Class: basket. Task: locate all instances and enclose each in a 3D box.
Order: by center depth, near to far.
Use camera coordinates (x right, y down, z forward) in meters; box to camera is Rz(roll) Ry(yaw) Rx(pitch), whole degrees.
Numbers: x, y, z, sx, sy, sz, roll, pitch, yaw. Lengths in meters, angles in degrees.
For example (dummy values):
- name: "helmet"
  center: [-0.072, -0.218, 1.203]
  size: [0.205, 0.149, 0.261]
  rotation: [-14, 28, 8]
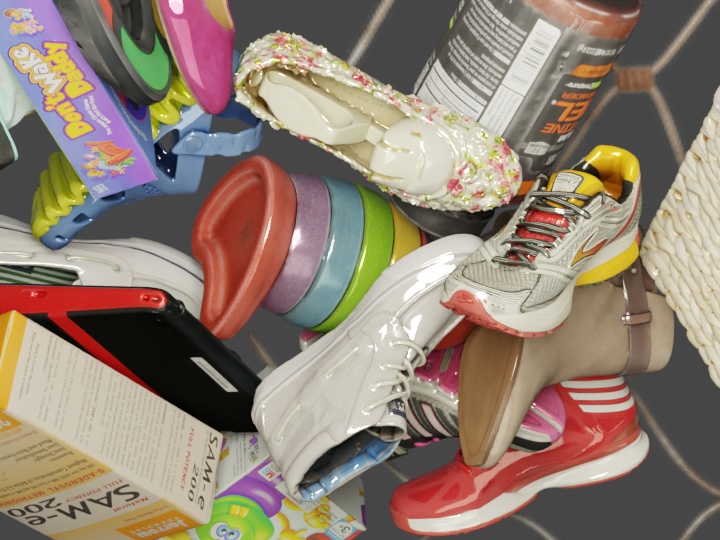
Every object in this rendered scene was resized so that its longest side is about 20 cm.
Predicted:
- name: "basket"
  center: [0.319, -0.005, 1.433]
  size: [0.200, 0.198, 0.161]
  rotation: [7, 128, -27]

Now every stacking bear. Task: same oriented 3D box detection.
- name: "stacking bear"
  center: [0.000, 0.000, 1.494]
  size: [0.200, 0.122, 0.114]
  rotation: [17, 129, -26]

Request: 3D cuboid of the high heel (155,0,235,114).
- name: "high heel"
  center: [-0.078, -0.200, 1.339]
  size: [0.096, 0.067, 0.200]
  rotation: [-9, 90, 11]

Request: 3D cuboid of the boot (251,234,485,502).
- name: "boot"
  center: [0.020, 0.070, 1.426]
  size: [0.200, 0.096, 0.074]
  rotation: [-41, 134, 15]

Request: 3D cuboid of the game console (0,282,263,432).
- name: "game console"
  center: [-0.159, 0.061, 1.485]
  size: [0.177, 0.031, 0.200]
  rotation: [-3, 151, 26]

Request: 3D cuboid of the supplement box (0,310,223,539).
- name: "supplement box"
  center: [-0.208, 0.116, 1.480]
  size: [0.126, 0.074, 0.200]
  rotation: [-21, 139, 37]

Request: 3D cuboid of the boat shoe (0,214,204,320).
- name: "boat shoe"
  center: [-0.196, 0.016, 1.509]
  size: [0.200, 0.067, 0.074]
  rotation: [11, 123, -11]

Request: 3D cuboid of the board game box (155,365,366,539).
- name: "board game box"
  center: [-0.105, 0.184, 1.608]
  size: [0.200, 0.105, 0.103]
  rotation: [-37, 119, 20]

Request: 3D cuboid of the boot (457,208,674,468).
- name: "boot"
  center: [0.148, 0.048, 1.497]
  size: [0.146, 0.070, 0.200]
  rotation: [15, 81, -30]

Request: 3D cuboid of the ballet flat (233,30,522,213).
- name: "ballet flat"
  center: [0.003, -0.085, 1.370]
  size: [0.200, 0.064, 0.076]
  rotation: [25, 117, 13]

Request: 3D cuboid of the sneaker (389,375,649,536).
- name: "sneaker"
  center: [0.105, 0.114, 1.604]
  size: [0.200, 0.078, 0.116]
  rotation: [-20, 115, -5]

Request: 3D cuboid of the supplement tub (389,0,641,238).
- name: "supplement tub"
  center: [0.093, -0.116, 1.416]
  size: [0.107, 0.107, 0.200]
  rotation: [20, 121, -16]

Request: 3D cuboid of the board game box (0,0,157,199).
- name: "board game box"
  center: [-0.185, -0.158, 1.320]
  size: [0.045, 0.135, 0.200]
  rotation: [-18, 140, 8]

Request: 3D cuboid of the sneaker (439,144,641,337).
- name: "sneaker"
  center: [0.115, -0.023, 1.386]
  size: [0.078, 0.200, 0.082]
  rotation: [22, 125, 25]

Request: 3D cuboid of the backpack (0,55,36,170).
- name: "backpack"
  center: [-0.303, -0.129, 1.335]
  size: [0.200, 0.153, 0.176]
  rotation: [2, 126, 47]

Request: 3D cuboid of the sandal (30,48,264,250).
- name: "sandal"
  center: [-0.139, -0.075, 1.448]
  size: [0.200, 0.080, 0.087]
  rotation: [-38, 123, 21]

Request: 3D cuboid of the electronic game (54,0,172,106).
- name: "electronic game"
  center: [-0.155, -0.193, 1.289]
  size: [0.042, 0.200, 0.200]
  rotation: [-17, 124, 7]

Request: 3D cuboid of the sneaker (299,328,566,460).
- name: "sneaker"
  center: [0.049, 0.097, 1.555]
  size: [0.200, 0.074, 0.088]
  rotation: [15, 127, 13]
